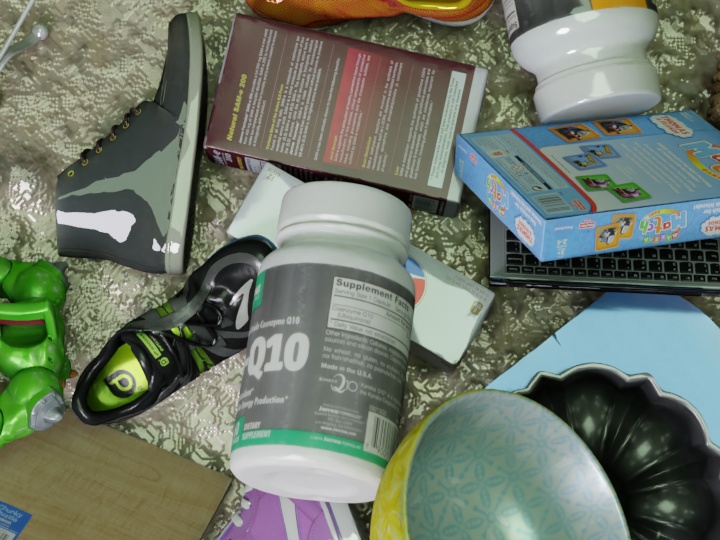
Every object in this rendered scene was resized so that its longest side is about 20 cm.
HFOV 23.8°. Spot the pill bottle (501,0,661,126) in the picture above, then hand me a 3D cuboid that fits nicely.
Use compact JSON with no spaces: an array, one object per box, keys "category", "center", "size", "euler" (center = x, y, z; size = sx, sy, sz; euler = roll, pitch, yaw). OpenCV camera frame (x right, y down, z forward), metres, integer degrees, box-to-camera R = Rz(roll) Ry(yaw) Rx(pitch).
[{"category":"pill bottle","center":[0.162,-0.216,1.292],"size":[0.115,0.116,0.202],"euler":[-11,81,-1]}]

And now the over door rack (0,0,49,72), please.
[{"category":"over door rack","center":[-0.298,-0.242,1.314],"size":[0.147,0.067,0.201],"euler":[31,103,5]}]

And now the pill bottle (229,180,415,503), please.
[{"category":"pill bottle","center":[-0.022,0.050,1.175],"size":[0.112,0.113,0.202],"euler":[7,70,1]}]

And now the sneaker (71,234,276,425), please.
[{"category":"sneaker","center":[-0.131,0.052,1.248],"size":[0.199,0.083,0.071],"euler":[-38,94,12]}]

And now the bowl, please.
[{"category":"bowl","center":[0.073,0.190,1.124],"size":[0.199,0.107,0.202],"euler":[20,56,-32]}]

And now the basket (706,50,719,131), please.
[{"category":"basket","center":[0.343,-0.176,1.241],"size":[0.141,0.200,0.151],"euler":[13,81,3]}]

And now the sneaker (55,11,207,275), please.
[{"category":"sneaker","center":[-0.173,-0.102,1.295],"size":[0.105,0.075,0.202],"euler":[6,82,-1]}]

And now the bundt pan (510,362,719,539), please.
[{"category":"bundt pan","center":[0.164,0.167,1.220],"size":[0.199,0.076,0.204],"euler":[0,88,5]}]

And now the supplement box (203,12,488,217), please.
[{"category":"supplement box","center":[-0.011,-0.117,1.305],"size":[0.198,0.061,0.110],"euler":[13,81,1]}]

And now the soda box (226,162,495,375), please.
[{"category":"soda box","center":[0.000,0.000,1.282],"size":[0.199,0.068,0.064],"euler":[29,81,5]}]

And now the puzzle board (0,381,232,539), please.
[{"category":"puzzle board","center":[-0.211,0.168,1.236],"size":[0.198,0.018,0.151],"euler":[21,41,7]}]

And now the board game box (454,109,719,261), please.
[{"category":"board game box","center":[0.187,-0.065,1.230],"size":[0.198,0.151,0.037],"euler":[-8,119,-19]}]

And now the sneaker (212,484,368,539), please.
[{"category":"sneaker","center":[-0.070,0.153,1.241],"size":[0.113,0.073,0.202],"euler":[-23,59,4]}]

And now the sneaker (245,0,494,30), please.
[{"category":"sneaker","center":[0.004,-0.226,1.311],"size":[0.198,0.077,0.074],"euler":[-2,82,10]}]

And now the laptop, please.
[{"category":"laptop","center":[0.188,-0.038,1.229],"size":[0.185,0.116,0.202],"euler":[3,56,0]}]

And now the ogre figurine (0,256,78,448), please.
[{"category":"ogre figurine","center":[-0.271,0.061,1.245],"size":[0.118,0.201,0.099],"euler":[-9,123,4]}]

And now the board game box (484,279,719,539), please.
[{"category":"board game box","center":[0.192,0.111,1.281],"size":[0.199,0.039,0.159],"euler":[-38,84,2]}]
